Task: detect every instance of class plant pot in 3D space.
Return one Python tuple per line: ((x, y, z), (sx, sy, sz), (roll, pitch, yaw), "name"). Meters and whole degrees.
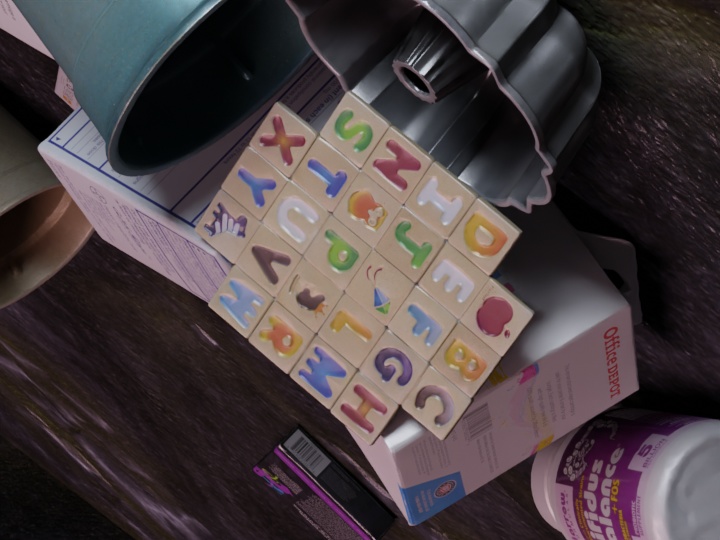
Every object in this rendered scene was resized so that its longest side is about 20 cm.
((-0.131, -0.196, 1.502), (0.196, 0.200, 0.200), (49, 166, 13), "plant pot")
((-0.376, -0.085, 2.401), (0.184, 0.200, 0.200), (51, 167, 17), "plant pot")

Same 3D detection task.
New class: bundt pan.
((0.053, -0.130, 1.393), (0.202, 0.076, 0.202), (40, 165, 13), "bundt pan")

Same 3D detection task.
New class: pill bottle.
((0.196, 0.150, 1.702), (0.112, 0.112, 0.200), (48, 163, -17), "pill bottle")

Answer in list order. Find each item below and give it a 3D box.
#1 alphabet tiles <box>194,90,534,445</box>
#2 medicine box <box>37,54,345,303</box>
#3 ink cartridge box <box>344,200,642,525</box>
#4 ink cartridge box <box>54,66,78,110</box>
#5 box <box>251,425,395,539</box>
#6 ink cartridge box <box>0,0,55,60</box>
((0.000, 0.000, 1.479), (0.200, 0.166, 0.006), (40, -157, 12), "alphabet tiles")
((-0.073, -0.079, 1.640), (0.200, 0.182, 0.103), (30, 160, 41), "medicine box")
((0.079, 0.042, 1.590), (0.125, 0.200, 0.129), (55, 170, 27), "ink cartridge box")
((-0.171, -0.105, 2.087), (0.200, 0.037, 0.095), (45, 164, 2), "ink cartridge box")
((-0.042, 0.236, 2.653), (0.143, 0.036, 0.200), (44, 163, 0), "box")
((-0.254, -0.247, 1.796), (0.200, 0.084, 0.145), (30, 155, 30), "ink cartridge box")
